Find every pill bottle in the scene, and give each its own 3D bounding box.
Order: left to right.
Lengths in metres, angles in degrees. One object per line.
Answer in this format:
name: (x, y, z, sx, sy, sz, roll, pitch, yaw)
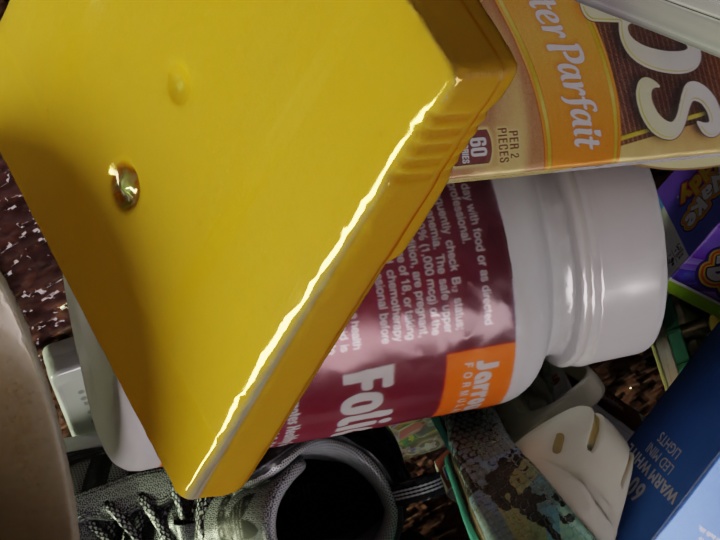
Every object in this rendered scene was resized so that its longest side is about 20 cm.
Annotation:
pill bottle: (0.000, 0.000, 1.006, 0.200, 0.114, 0.114, -10, 144, -13)

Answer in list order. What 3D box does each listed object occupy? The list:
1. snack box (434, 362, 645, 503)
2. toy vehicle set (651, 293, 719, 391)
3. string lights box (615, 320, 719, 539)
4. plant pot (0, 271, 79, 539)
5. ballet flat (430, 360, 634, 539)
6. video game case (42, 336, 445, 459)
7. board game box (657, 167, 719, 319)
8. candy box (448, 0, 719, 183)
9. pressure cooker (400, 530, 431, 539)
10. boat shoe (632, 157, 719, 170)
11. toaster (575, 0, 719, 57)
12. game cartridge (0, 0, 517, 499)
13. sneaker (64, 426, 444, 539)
snack box: (0.124, 0.110, 1.186, 0.072, 0.024, 0.200, -42, 126, 18)
toy vehicle set: (0.195, 0.052, 1.193, 0.124, 0.027, 0.200, -21, 130, 2)
string lights box: (0.160, 0.078, 1.051, 0.103, 0.059, 0.200, 34, 98, -26)
plant pot: (-0.218, 0.085, 0.973, 0.183, 0.201, 0.200, -14, 147, 12)
ballet flat: (0.064, 0.066, 1.043, 0.074, 0.200, 0.074, -6, 119, -11)
video game case: (-0.018, 0.045, 1.143, 0.200, 0.018, 0.143, -17, 146, -3)
board game box: (0.225, -0.016, 1.101, 0.200, 0.045, 0.135, 25, 117, -30)
candy box: (0.058, -0.089, 0.909, 0.200, 0.116, 0.055, -6, -178, -18)
pressure cooker: (0.006, 0.214, 1.248, 0.200, 0.176, 0.179, -29, 143, 11)
boat shoe: (0.085, -0.081, 0.975, 0.200, 0.073, 0.063, -2, 139, -19)
toaster: (0.082, -0.153, 0.796, 0.129, 0.200, 0.114, 15, 132, -17)
game cartridge: (-0.043, -0.058, 0.853, 0.032, 0.176, 0.200, -7, 146, -38)
sneaker: (-0.067, 0.096, 1.068, 0.200, 0.076, 0.114, -14, -175, -15)
